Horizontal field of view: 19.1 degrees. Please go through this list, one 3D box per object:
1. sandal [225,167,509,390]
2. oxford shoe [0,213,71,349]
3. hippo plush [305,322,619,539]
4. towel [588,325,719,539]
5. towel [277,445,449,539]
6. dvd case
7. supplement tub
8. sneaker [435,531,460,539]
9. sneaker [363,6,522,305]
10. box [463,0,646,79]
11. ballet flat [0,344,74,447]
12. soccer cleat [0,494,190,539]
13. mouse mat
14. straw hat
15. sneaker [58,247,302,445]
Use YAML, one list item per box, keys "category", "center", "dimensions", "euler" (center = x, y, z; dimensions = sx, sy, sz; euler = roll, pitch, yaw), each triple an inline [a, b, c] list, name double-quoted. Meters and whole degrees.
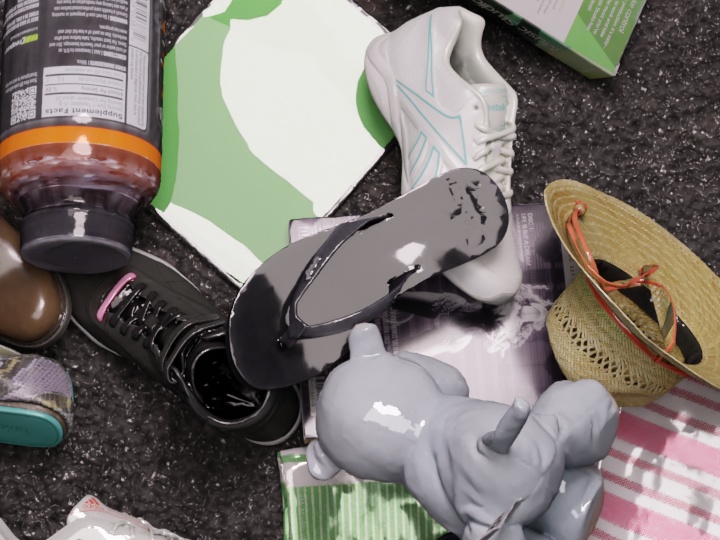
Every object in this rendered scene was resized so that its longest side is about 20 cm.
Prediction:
- category: "sandal"
  center: [0.000, -0.001, 1.306]
  dimensions: [0.200, 0.043, 0.076]
  euler: [-35, 92, -6]
- category: "oxford shoe"
  center: [-0.267, -0.025, 1.364]
  dimensions: [0.200, 0.084, 0.073]
  euler: [42, 91, 11]
- category: "hippo plush"
  center: [0.045, 0.125, 1.280]
  dimensions: [0.160, 0.200, 0.160]
  euler: [18, 97, 25]
- category: "towel"
  center: [0.221, 0.140, 1.381]
  dimensions: [0.146, 0.030, 0.201]
  euler: [19, 81, 1]
- category: "towel"
  center: [0.028, 0.206, 1.370]
  dimensions: [0.152, 0.023, 0.201]
  euler: [-7, 81, -3]
- category: "dvd case"
  center: [0.057, 0.032, 1.392]
  dimensions: [0.199, 0.016, 0.150]
  euler: [-4, 73, -3]
- category: "supplement tub"
  center: [-0.178, -0.103, 1.364]
  dimensions: [0.106, 0.107, 0.201]
  euler: [0, 73, -1]
- category: "sneaker"
  center: [0.024, 0.246, 1.312]
  dimensions: [0.070, 0.082, 0.200]
  euler: [34, 81, 5]
- category: "sneaker"
  center: [0.065, -0.076, 1.365]
  dimensions: [0.080, 0.070, 0.201]
  euler: [-29, 73, 36]
- category: "box"
  center: [0.110, -0.235, 1.400]
  dimensions: [0.199, 0.036, 0.145]
  euler: [29, 80, -20]
- category: "ballet flat"
  center: [-0.281, 0.074, 1.374]
  dimensions: [0.199, 0.072, 0.072]
  euler: [4, 81, 0]
- category: "soccer cleat"
  center: [-0.146, 0.182, 1.351]
  dimensions: [0.199, 0.069, 0.086]
  euler: [-7, 85, 3]
- category: "mouse mat"
  center: [-0.065, -0.104, 1.428]
  dimensions: [0.161, 0.008, 0.200]
  euler: [41, 81, 5]
- category: "straw hat"
  center: [0.165, 0.039, 1.340]
  dimensions: [0.201, 0.201, 0.085]
  euler: [44, 112, 6]
- category: "sneaker"
  center: [-0.121, 0.037, 1.358]
  dimensions: [0.200, 0.099, 0.071]
  euler: [36, 84, 6]
